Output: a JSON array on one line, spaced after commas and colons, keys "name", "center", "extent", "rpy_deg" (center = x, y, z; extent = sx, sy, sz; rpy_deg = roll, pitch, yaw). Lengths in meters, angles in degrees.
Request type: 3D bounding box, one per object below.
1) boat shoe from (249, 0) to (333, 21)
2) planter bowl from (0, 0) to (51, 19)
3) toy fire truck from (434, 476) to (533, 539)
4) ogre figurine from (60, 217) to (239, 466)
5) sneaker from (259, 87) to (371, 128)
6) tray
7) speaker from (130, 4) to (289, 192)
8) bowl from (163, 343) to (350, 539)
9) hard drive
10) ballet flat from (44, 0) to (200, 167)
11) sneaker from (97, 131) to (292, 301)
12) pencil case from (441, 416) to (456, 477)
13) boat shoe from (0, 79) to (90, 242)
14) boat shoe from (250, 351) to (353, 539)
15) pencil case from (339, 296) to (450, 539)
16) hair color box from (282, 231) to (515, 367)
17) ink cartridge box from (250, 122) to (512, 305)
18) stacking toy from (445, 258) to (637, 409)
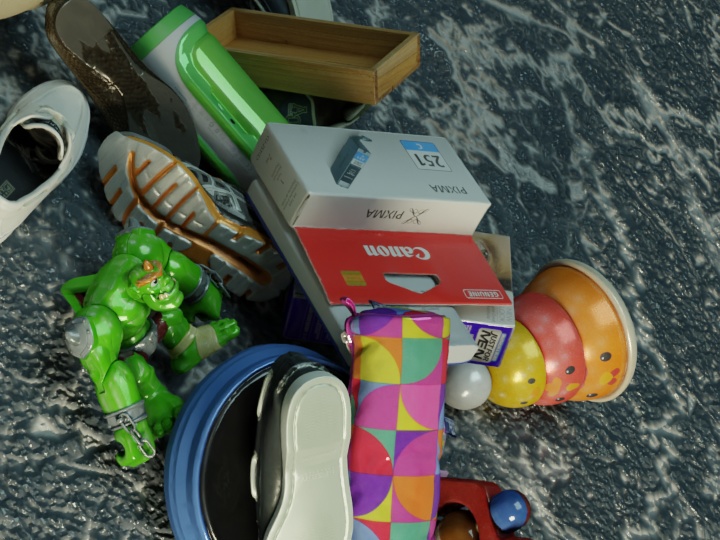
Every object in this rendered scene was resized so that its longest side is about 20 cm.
[{"name": "boat shoe", "center": [-0.084, -0.272, 1.731], "extent": [0.200, 0.061, 0.076], "rpy_deg": [54, 41, -50]}, {"name": "planter bowl", "center": [-0.300, -0.288, 1.463], "extent": [0.135, 0.199, 0.202], "rpy_deg": [30, 36, -67]}, {"name": "toy fire truck", "center": [0.089, 0.258, 1.456], "extent": [0.111, 0.168, 0.202], "rpy_deg": [12, 54, -40]}, {"name": "ogre figurine", "center": [-0.171, 0.047, 1.409], "extent": [0.120, 0.098, 0.201], "rpy_deg": [54, 55, -27]}, {"name": "sneaker", "center": [-0.021, -0.163, 1.708], "extent": [0.199, 0.089, 0.068], "rpy_deg": [-23, 111, -49]}, {"name": "tray", "center": [-0.055, -0.197, 1.648], "extent": [0.099, 0.198, 0.037], "rpy_deg": [-45, 140, -52]}, {"name": "speaker", "center": [-0.120, -0.136, 1.602], "extent": [0.200, 0.088, 0.089], "rpy_deg": [49, 38, -6]}, {"name": "bowl", "center": [-0.059, 0.159, 1.405], "extent": [0.199, 0.039, 0.203], "rpy_deg": [0, 90, -37]}, {"name": "hard drive", "center": [0.000, 0.000, 1.515], "extent": [0.131, 0.025, 0.201], "rpy_deg": [-1, 46, -38]}, {"name": "ballet flat", "center": [-0.204, -0.152, 1.528], "extent": [0.067, 0.046, 0.200], "rpy_deg": [-49, 123, -18]}, {"name": "sneaker", "center": [-0.141, -0.053, 1.535], "extent": [0.200, 0.078, 0.078], "rpy_deg": [40, 27, -23]}, {"name": "pencil case", "center": [-0.017, 0.131, 1.508], "extent": [0.199, 0.087, 0.088], "rpy_deg": [23, 47, -34]}, {"name": "boat shoe", "center": [-0.261, -0.099, 1.441], "extent": [0.072, 0.066, 0.200], "rpy_deg": [45, 38, -11]}, {"name": "boat shoe", "center": [-0.046, 0.159, 1.348], "extent": [0.075, 0.202, 0.060], "rpy_deg": [-1, 21, -28]}, {"name": "pencil case", "center": [0.022, 0.122, 1.383], "extent": [0.088, 0.088, 0.203], "rpy_deg": [-1, 93, -46]}, {"name": "hair color box", "center": [0.034, 0.014, 1.596], "extent": [0.198, 0.065, 0.110], "rpy_deg": [9, 48, -9]}, {"name": "ink cartridge box", "center": [0.026, -0.048, 1.533], "extent": [0.198, 0.045, 0.177], "rpy_deg": [1, 44, -36]}, {"name": "stacking toy", "center": [0.152, 0.086, 1.716], "extent": [0.199, 0.146, 0.147], "rpy_deg": [-23, 79, -32]}]
